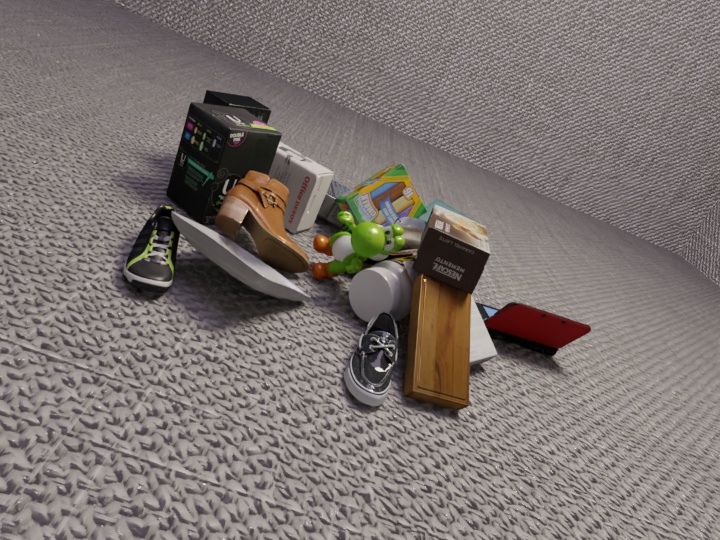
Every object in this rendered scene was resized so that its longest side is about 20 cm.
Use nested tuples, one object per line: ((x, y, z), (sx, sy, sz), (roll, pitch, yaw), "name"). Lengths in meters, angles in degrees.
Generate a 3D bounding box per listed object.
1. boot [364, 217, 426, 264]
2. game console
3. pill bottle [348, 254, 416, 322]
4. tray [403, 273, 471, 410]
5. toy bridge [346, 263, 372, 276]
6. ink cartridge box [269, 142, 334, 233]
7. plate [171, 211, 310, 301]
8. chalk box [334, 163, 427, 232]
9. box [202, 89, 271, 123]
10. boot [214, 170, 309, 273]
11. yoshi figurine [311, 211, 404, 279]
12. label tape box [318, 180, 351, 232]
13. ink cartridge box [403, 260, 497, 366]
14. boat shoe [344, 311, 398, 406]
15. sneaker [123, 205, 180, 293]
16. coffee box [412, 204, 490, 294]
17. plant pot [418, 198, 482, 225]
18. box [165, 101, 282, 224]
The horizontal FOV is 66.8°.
((0.060, -0.065, 1.143), (0.198, 0.075, 0.098), (6, 69, -22), "boot")
((0.348, 0.096, 1.160), (0.198, 0.119, 0.173), (18, 24, -16), "game console")
((0.074, 0.034, 1.026), (0.114, 0.115, 0.199), (37, 26, 26), "pill bottle")
((0.128, 0.112, 0.880), (0.098, 0.037, 0.202), (17, 59, -16), "tray")
((0.000, 0.000, 1.133), (0.067, 0.027, 0.200), (18, 23, -19), "toy bridge")
((-0.179, -0.196, 1.220), (0.199, 0.146, 0.084), (32, 23, 15), "ink cartridge box")
((-0.193, -0.011, 0.888), (0.199, 0.032, 0.200), (33, -2, 19), "plate")
((0.025, -0.137, 1.241), (0.125, 0.199, 0.125), (61, -10, -15), "chalk box")
((-0.299, -0.286, 1.220), (0.079, 0.201, 0.141), (33, 24, 18), "box")
((-0.161, -0.098, 1.031), (0.199, 0.074, 0.155), (36, 43, -16), "boot")
((-0.016, -0.046, 0.996), (0.113, 0.199, 0.112), (58, 42, -18), "yoshi figurine")
((-0.081, -0.180, 1.352), (0.199, 0.064, 0.145), (27, 21, -20), "label tape box")
((0.151, 0.079, 0.984), (0.159, 0.047, 0.201), (-2, 63, -46), "ink cartridge box")
((0.026, 0.127, 0.841), (0.071, 0.068, 0.200), (24, 23, 0), "boat shoe")
((-0.317, -0.044, 0.842), (0.071, 0.083, 0.200), (13, 26, -23), "sneaker")
((0.164, -0.045, 0.981), (0.114, 0.080, 0.200), (23, 20, 4), "coffee box")
((0.171, -0.056, 1.286), (0.141, 0.142, 0.200), (33, 32, 18), "plant pot")
((-0.273, -0.212, 1.091), (0.124, 0.201, 0.148), (35, 25, 24), "box")
